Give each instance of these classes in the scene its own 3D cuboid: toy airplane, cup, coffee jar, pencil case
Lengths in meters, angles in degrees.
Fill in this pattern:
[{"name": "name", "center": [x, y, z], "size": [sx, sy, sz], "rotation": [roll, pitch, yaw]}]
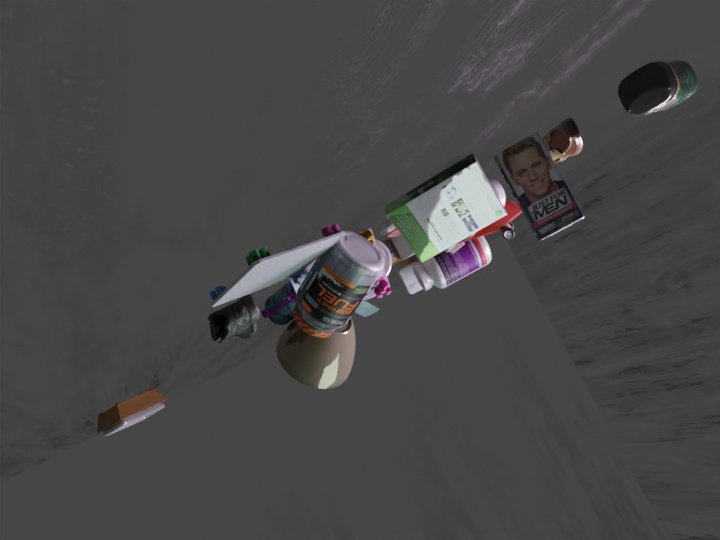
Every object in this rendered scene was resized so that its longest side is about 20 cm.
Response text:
[{"name": "toy airplane", "center": [0.274, -0.128, 1.490], "size": [0.198, 0.142, 0.199], "rotation": [-29, -163, -26]}, {"name": "cup", "center": [-0.091, 0.165, 1.464], "size": [0.199, 0.200, 0.144], "rotation": [-21, 147, -46]}, {"name": "coffee jar", "center": [0.591, -0.364, 1.190], "size": [0.199, 0.086, 0.104], "rotation": [-22, 175, -46]}, {"name": "pencil case", "center": [-0.163, 0.067, 1.426], "size": [0.092, 0.086, 0.200], "rotation": [-24, 173, -33]}]

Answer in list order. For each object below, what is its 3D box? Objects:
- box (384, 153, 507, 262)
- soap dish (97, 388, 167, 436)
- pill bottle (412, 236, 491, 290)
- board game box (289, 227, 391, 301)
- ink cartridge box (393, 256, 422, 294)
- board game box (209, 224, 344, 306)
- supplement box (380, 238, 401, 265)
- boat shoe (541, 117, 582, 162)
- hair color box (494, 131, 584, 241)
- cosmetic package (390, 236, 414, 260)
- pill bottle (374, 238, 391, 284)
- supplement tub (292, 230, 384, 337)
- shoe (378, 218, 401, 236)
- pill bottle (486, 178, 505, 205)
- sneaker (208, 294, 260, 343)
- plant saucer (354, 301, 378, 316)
[{"name": "box", "center": [0.166, -0.117, 1.170], "size": [0.199, 0.145, 0.037], "rotation": [-30, -146, 15]}, {"name": "soap dish", "center": [-0.806, 0.496, 2.104], "size": [0.157, 0.082, 0.199], "rotation": [-32, 173, 31]}, {"name": "pill bottle", "center": [0.242, -0.027, 1.603], "size": [0.199, 0.113, 0.112], "rotation": [-28, 174, -4]}, {"name": "board game box", "center": [-0.042, 0.022, 1.297], "size": [0.198, 0.026, 0.201], "rotation": [-25, 136, -4]}, {"name": "ink cartridge box", "center": [0.174, -0.027, 1.764], "size": [0.144, 0.084, 0.200], "rotation": [-28, -161, 3]}, {"name": "board game box", "center": [-0.152, -0.010, 1.072], "size": [0.199, 0.026, 0.200], "rotation": [-22, 171, -41]}, {"name": "supplement box", "center": [0.081, -0.048, 1.618], "size": [0.199, 0.069, 0.066], "rotation": [-20, 169, -43]}, {"name": "boat shoe", "center": [0.425, -0.268, 1.306], "size": [0.073, 0.076, 0.200], "rotation": [-25, 173, 3]}, {"name": "hair color box", "center": [0.369, -0.172, 1.246], "size": [0.099, 0.202, 0.060], "rotation": [-29, 174, 11]}, {"name": "cosmetic package", "center": [0.186, -0.102, 1.610], "size": [0.199, 0.074, 0.103], "rotation": [-23, 172, -43]}, {"name": "pill bottle", "center": [0.000, 0.000, 1.458], "size": [0.110, 0.112, 0.200], "rotation": [-25, 173, -17]}, {"name": "supplement tub", "center": [-0.049, 0.030, 1.193], "size": [0.122, 0.122, 0.201], "rotation": [-17, 145, -57]}, {"name": "shoe", "center": [0.132, -0.092, 1.373], "size": [0.199, 0.092, 0.071], "rotation": [-22, 172, -41]}, {"name": "pill bottle", "center": [0.223, -0.137, 1.307], "size": [0.199, 0.114, 0.113], "rotation": [-24, 173, -35]}, {"name": "sneaker", "center": [-0.294, 0.122, 1.371], "size": [0.113, 0.077, 0.200], "rotation": [-23, 169, -19]}, {"name": "plant saucer", "center": [-0.049, 0.071, 1.505], "size": [0.200, 0.198, 0.036], "rotation": [75, 41, -83]}]
